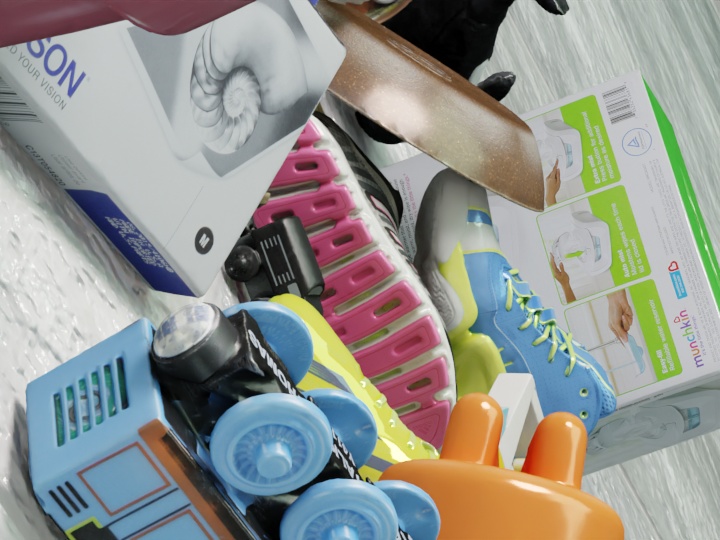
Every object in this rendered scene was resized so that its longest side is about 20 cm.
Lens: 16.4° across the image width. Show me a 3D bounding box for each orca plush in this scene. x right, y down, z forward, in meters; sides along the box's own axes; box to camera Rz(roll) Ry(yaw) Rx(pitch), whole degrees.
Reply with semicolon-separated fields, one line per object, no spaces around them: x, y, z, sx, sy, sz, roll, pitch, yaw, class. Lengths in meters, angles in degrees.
0.049;-0.115;1.470;0.105;0.200;0.071;37;54;-25;orca plush

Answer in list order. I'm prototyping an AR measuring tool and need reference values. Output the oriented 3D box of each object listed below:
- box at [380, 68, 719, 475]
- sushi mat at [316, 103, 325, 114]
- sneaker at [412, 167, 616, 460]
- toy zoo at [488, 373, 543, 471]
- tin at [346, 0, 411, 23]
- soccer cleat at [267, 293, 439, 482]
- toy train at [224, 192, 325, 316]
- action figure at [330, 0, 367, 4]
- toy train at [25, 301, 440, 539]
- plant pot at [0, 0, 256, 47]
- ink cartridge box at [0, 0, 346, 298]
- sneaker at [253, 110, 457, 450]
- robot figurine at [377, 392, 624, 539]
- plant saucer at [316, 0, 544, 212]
0.120;0.011;1.475;0.097;0.176;0.200;44;27;-62;box
-0.027;-0.060;1.402;0.200;0.012;0.096;67;17;2;sushi mat
0.084;0.035;1.359;0.076;0.105;0.200;-106;-167;-64;sneaker
0.080;0.148;1.303;0.131;0.020;0.200;-68;149;-44;toy zoo
-0.034;-0.207;1.382;0.200;0.112;0.042;39;16;-45;tin
0.013;0.098;1.193;0.200;0.084;0.065;67;16;0;soccer cleat
-0.064;-0.062;1.234;0.200;0.046;0.034;68;17;5;toy train
-0.024;-0.192;1.296;0.119;0.200;0.102;-156;-113;-67;action figure
-0.042;0.098;0.974;0.200;0.114;0.087;55;12;-34;toy train
-0.140;-0.160;0.899;0.200;0.179;0.200;56;20;-33;plant pot
-0.083;-0.123;1.089;0.200;0.041;0.200;50;58;-43;ink cartridge box
0.000;0.000;1.301;0.200;0.074;0.087;63;17;-9;sneaker
0.051;0.158;1.096;0.144;0.117;0.200;24;72;-35;robot figurine
0.023;-0.100;1.345;0.200;0.037;0.200;31;8;-5;plant saucer
